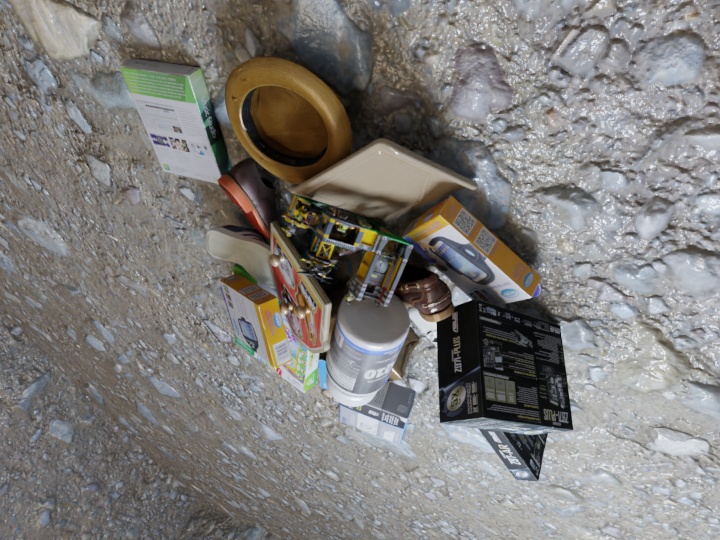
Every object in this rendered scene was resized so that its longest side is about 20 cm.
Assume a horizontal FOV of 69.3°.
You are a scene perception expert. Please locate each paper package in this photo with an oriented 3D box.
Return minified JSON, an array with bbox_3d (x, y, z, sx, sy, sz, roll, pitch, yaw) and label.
[{"bbox_3d":[-0.019,0.129,1.026,0.199,0.104,0.191,-19,121,45],"label":"paper package"}]

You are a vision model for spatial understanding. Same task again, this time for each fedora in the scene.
[{"bbox_3d":[-0.089,-0.214,0.720,0.198,0.082,0.202,19,141,17],"label":"fedora"}]

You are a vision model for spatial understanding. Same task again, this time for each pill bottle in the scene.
[{"bbox_3d":[0.004,0.130,0.845,0.113,0.114,0.201,25,138,9],"label":"pill bottle"}]

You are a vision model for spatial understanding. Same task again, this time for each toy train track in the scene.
[{"bbox_3d":[0.000,0.000,0.880,0.032,0.115,0.203,-2,110,29],"label":"toy train track"}]

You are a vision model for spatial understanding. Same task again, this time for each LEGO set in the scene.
[{"bbox_3d":[-0.029,-0.021,0.758,0.198,0.117,0.153,12,-164,-43],"label":"LEGO set"}]

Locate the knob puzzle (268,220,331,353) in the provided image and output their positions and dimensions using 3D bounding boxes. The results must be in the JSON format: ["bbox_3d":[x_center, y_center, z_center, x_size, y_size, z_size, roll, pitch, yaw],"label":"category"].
[{"bbox_3d":[-0.108,0.052,0.826,0.220,0.030,0.222,45,147,40],"label":"knob puzzle"}]

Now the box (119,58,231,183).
[{"bbox_3d":[-0.302,-0.245,0.874,0.143,0.037,0.201,16,140,21],"label":"box"}]

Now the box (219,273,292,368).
[{"bbox_3d":[-0.191,0.081,0.922,0.199,0.041,0.121,23,129,54],"label":"box"}]

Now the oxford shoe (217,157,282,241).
[{"bbox_3d":[-0.164,-0.110,0.897,0.071,0.073,0.200,38,169,29],"label":"oxford shoe"}]

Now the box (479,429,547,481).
[{"bbox_3d":[0.262,0.233,0.896,0.043,0.161,0.201,-13,125,41],"label":"box"}]

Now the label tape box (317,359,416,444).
[{"bbox_3d":[0.001,0.258,1.023,0.197,0.067,0.144,16,145,9],"label":"label tape box"}]

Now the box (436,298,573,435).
[{"bbox_3d":[0.214,0.150,0.776,0.198,0.166,0.086,16,153,-32],"label":"box"}]

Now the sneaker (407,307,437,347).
[{"bbox_3d":[0.162,0.129,0.926,0.199,0.073,0.072,39,143,-7],"label":"sneaker"}]

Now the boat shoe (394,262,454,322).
[{"bbox_3d":[0.087,0.020,0.817,0.071,0.070,0.200,62,169,-14],"label":"boat shoe"}]

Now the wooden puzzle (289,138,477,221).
[{"bbox_3d":[0.030,-0.121,0.712,0.184,0.038,0.199,12,162,-43],"label":"wooden puzzle"}]

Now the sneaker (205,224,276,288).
[{"bbox_3d":[-0.185,-0.036,0.952,0.198,0.084,0.076,28,118,20],"label":"sneaker"}]

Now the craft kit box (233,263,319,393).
[{"bbox_3d":[-0.160,0.104,0.994,0.199,0.048,0.200,28,126,27],"label":"craft kit box"}]

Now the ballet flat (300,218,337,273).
[{"bbox_3d":[-0.071,-0.030,0.936,0.063,0.068,0.200,11,147,-19],"label":"ballet flat"}]

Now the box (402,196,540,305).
[{"bbox_3d":[0.166,-0.012,0.761,0.200,0.042,0.119,42,158,-9],"label":"box"}]
